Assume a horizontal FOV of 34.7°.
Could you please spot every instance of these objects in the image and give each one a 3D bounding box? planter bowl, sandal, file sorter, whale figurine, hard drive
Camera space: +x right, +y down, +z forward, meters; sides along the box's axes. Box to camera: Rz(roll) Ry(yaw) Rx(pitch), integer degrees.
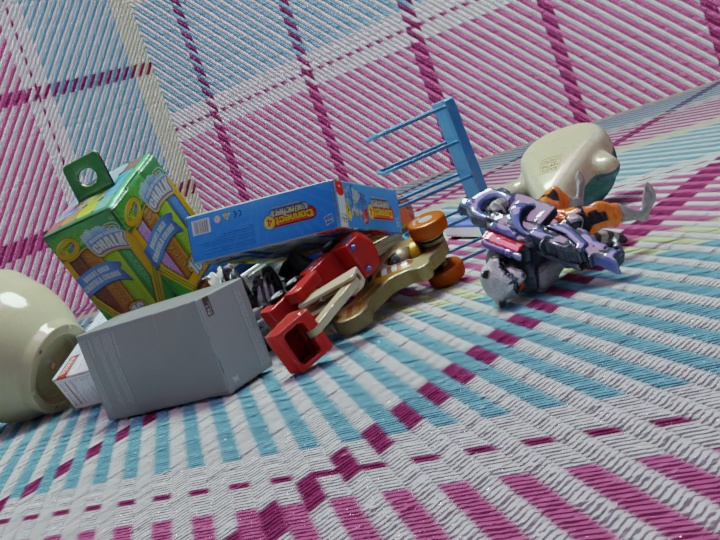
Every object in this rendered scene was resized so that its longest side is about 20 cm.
[{"bbox_3d":[-0.440,0.113,1.519,0.133,0.204,0.199,15,24,27],"label":"planter bowl"},{"bbox_3d":[-0.064,0.015,1.425,0.075,0.043,0.200,24,-7,-5],"label":"sandal"},{"bbox_3d":[0.096,-0.108,1.516,0.121,0.203,0.139,-22,6,-1],"label":"file sorter"},{"bbox_3d":[0.270,-0.104,1.505,0.157,0.104,0.201,-16,32,30],"label":"whale figurine"},{"bbox_3d":[0.213,-0.083,1.719,0.130,0.026,0.200,-22,7,-12],"label":"hard drive"}]

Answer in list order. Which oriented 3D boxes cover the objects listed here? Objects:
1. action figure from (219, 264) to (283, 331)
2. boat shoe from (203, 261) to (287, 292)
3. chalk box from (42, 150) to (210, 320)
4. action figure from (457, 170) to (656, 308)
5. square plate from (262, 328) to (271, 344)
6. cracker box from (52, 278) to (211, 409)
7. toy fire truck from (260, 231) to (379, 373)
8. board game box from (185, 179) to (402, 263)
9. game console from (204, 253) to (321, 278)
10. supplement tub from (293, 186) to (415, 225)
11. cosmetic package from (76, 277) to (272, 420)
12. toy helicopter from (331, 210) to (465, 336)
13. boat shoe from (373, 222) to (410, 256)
[{"bbox_3d":[-0.150,0.047,1.366,0.128,0.071,0.200,-13,14,12],"label":"action figure"},{"bbox_3d":[-0.181,0.030,1.537,0.197,0.071,0.071,-26,5,1],"label":"boat shoe"},{"bbox_3d":[-0.289,-0.049,1.408,0.123,0.201,0.125,-20,28,31],"label":"chalk box"},{"bbox_3d":[0.198,-0.022,1.112,0.192,0.106,0.199,-30,37,-22],"label":"action figure"},{"bbox_3d":[-0.128,0.071,1.499,0.196,0.029,0.199,-25,8,-31],"label":"square plate"},{"bbox_3d":[-0.277,0.094,1.451,0.197,0.058,0.135,-15,32,33],"label":"cracker box"},{"bbox_3d":[-0.039,0.028,1.230,0.200,0.049,0.140,-45,16,-27],"label":"toy fire truck"},{"bbox_3d":[-0.076,-0.055,1.392,0.197,0.057,0.195,-13,-5,23],"label":"board game box"},{"bbox_3d":[-0.150,-0.013,1.646,0.199,0.171,0.119,-36,41,12],"label":"game console"},{"bbox_3d":[-0.022,-0.066,1.774,0.197,0.125,0.122,2,16,29],"label":"supplement tub"},{"bbox_3d":[-0.203,0.087,1.250,0.197,0.109,0.090,-14,9,33],"label":"cosmetic package"},{"bbox_3d":[0.023,0.012,1.328,0.131,0.080,0.200,-6,27,40],"label":"toy helicopter"},{"bbox_3d":[-0.013,0.001,1.650,0.198,0.064,0.073,-27,17,1],"label":"boat shoe"}]
